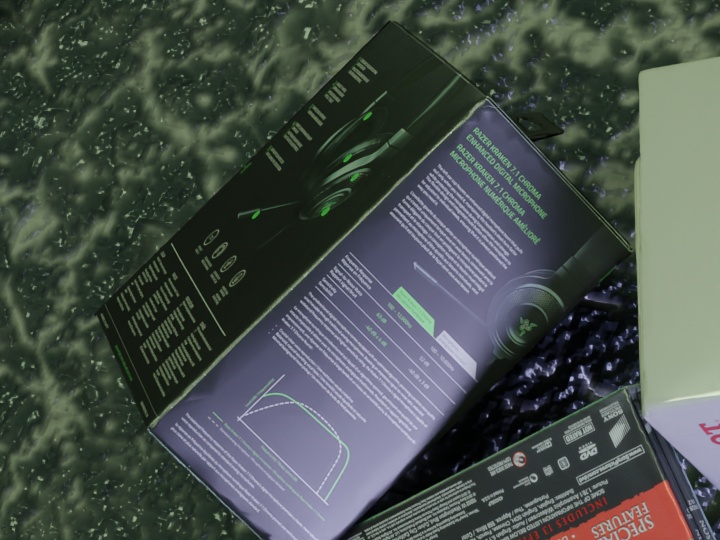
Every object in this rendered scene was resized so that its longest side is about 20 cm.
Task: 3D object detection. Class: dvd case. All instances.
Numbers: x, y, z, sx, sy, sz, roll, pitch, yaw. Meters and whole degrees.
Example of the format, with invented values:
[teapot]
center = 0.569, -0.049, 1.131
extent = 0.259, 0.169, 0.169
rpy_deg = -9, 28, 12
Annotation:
[dvd case]
center = 0.088, 0.163, 1.124
extent = 0.146, 0.022, 0.201
rpy_deg = -30, 77, 28

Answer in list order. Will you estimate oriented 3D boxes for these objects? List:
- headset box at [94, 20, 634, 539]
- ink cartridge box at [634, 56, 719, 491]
[headset box]
center = 0.000, 0.000, 1.220
extent = 0.200, 0.093, 0.174
rpy_deg = -45, 19, 1
[ink cartridge box]
center = 0.220, 0.001, 1.121
extent = 0.199, 0.147, 0.145
rpy_deg = -9, 63, 23
